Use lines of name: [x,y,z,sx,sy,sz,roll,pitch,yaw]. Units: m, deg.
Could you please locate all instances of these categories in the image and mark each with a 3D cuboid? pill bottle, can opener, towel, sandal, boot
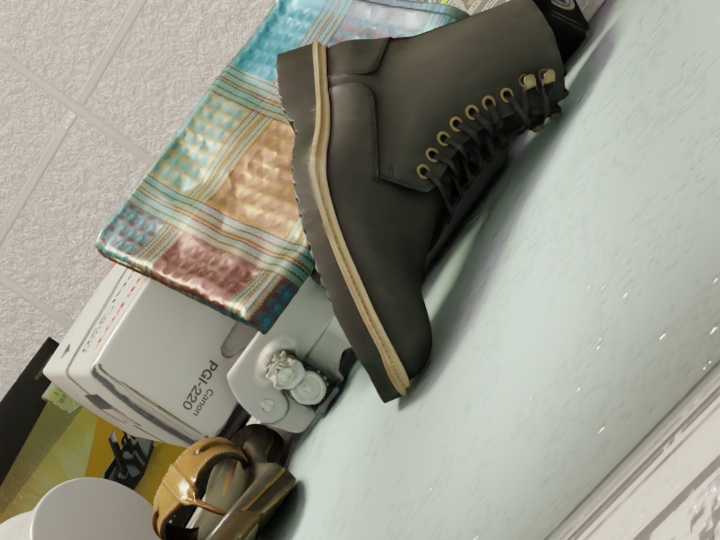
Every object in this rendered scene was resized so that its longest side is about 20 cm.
pill bottle: [-0.184,0.208,0.744,0.200,0.112,0.113,-51,8,33]
can opener: [0.000,0.000,0.700,0.201,0.052,0.067,-53,8,15]
towel: [-0.043,-0.071,0.708,0.146,0.022,0.201,21,70,41]
sandal: [-0.074,0.111,0.677,0.082,0.054,0.200,-55,7,6]
boot: [0.041,-0.048,0.590,0.078,0.137,0.201,67,-172,-52]

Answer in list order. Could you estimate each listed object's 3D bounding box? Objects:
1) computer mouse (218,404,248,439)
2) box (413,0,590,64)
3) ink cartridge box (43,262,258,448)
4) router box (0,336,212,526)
computer mouse: [-0.099,0.068,1.074,0.139,0.053,0.200,-50,8,31]
box: [0.034,-0.120,0.775,0.200,0.044,0.161,-51,37,32]
ink cartridge box: [-0.112,0.026,0.816,0.146,0.085,0.200,-59,17,-15]
router box: [-0.211,0.171,0.925,0.052,0.157,0.201,-46,12,53]
